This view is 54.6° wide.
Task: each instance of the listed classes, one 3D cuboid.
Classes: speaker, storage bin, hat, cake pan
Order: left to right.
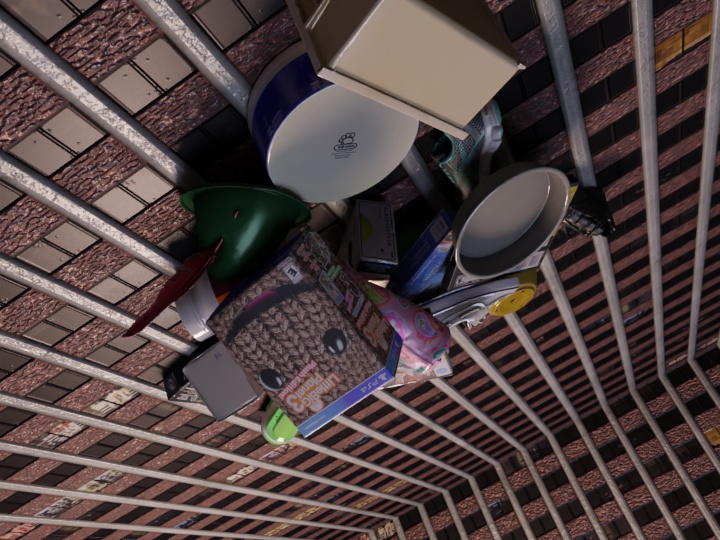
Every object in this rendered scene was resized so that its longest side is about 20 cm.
[{"bbox_3d":[-0.161,0.005,0.870,0.197,0.181,0.164,-8,161,40],"label":"hat"},{"bbox_3d":[-0.144,0.286,1.463,0.087,0.090,0.201,-2,143,-34],"label":"speaker"},{"bbox_3d":[0.028,-0.250,0.641,0.197,0.202,0.094,10,138,-45],"label":"storage bin"},{"bbox_3d":[0.214,-0.075,1.012,0.196,0.037,0.203,-20,141,-17],"label":"cake pan"}]

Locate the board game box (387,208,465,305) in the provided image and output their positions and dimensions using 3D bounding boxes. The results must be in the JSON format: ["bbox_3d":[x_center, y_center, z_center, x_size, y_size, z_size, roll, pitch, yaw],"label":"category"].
[{"bbox_3d":[0.159,-0.013,1.169,0.196,0.044,0.201,1,140,-39],"label":"board game box"}]

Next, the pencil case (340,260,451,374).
[{"bbox_3d":[0.031,0.069,0.987,0.198,0.088,0.088,32,126,-16],"label":"pencil case"}]

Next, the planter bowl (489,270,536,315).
[{"bbox_3d":[0.288,0.030,1.389,0.196,0.085,0.202,-19,149,-12],"label":"planter bowl"}]

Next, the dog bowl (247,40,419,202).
[{"bbox_3d":[-0.031,-0.177,0.832,0.196,0.080,0.202,-19,150,-11],"label":"dog bowl"}]

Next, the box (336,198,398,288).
[{"bbox_3d":[0.000,0.000,1.086,0.059,0.119,0.202,7,143,-13],"label":"box"}]

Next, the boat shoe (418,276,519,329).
[{"bbox_3d":[0.179,0.065,1.168,0.196,0.067,0.072,-19,180,-9],"label":"boat shoe"}]

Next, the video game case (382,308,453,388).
[{"bbox_3d":[0.040,0.138,1.140,0.195,0.026,0.182,-13,142,12],"label":"video game case"}]

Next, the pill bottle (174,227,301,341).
[{"bbox_3d":[-0.162,0.019,1.004,0.197,0.115,0.113,-28,150,4],"label":"pill bottle"}]

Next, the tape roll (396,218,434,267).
[{"bbox_3d":[0.116,-0.010,1.232,0.196,0.049,0.202,-20,149,-12],"label":"tape roll"}]

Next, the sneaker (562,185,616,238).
[{"bbox_3d":[0.396,-0.105,1.252,0.196,0.092,0.076,2,144,-36],"label":"sneaker"}]

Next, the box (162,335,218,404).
[{"bbox_3d":[-0.235,0.189,1.284,0.159,0.044,0.198,-40,147,23],"label":"box"}]

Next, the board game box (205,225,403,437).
[{"bbox_3d":[-0.068,0.079,0.895,0.158,0.201,0.097,-36,-168,22],"label":"board game box"}]

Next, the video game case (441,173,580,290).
[{"bbox_3d":[0.234,-0.059,1.097,0.196,0.026,0.183,-12,138,-27],"label":"video game case"}]

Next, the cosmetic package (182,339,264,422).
[{"bbox_3d":[-0.180,0.140,1.098,0.086,0.105,0.200,-33,-177,18],"label":"cosmetic package"}]

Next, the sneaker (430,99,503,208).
[{"bbox_3d":[0.144,-0.164,1.009,0.089,0.079,0.202,-3,144,-4],"label":"sneaker"}]
